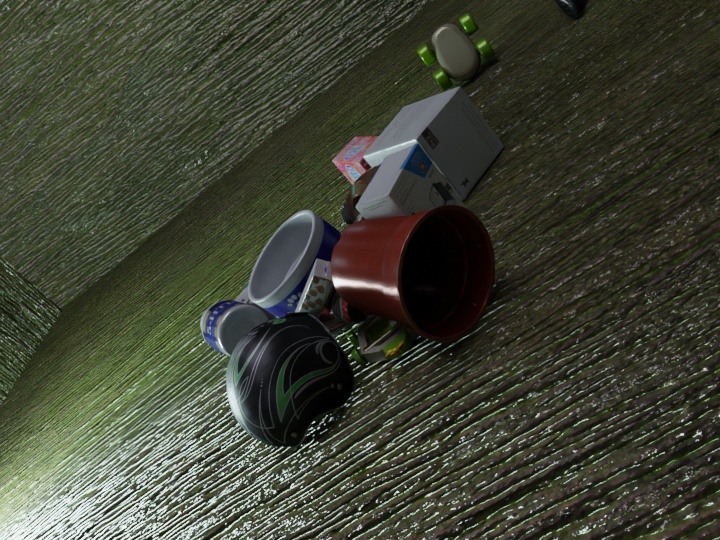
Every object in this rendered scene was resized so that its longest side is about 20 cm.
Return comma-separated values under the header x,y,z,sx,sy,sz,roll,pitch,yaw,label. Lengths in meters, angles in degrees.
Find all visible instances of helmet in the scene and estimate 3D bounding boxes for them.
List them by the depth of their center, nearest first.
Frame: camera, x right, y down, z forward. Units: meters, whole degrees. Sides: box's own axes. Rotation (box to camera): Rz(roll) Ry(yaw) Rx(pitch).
x,y,z,sx,sy,sz,roll,pitch,yaw,label
-0.128,0.183,1.303,0.190,0.201,0.200,-33,16,-24,helmet

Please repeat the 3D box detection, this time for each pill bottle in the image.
x,y,z,sx,sy,sz,roll,pitch,yaw,label
-0.287,0.127,1.761,0.120,0.120,0.200,-50,22,-17,pill bottle

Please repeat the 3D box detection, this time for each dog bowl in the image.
x,y,z,sx,sy,sz,roll,pitch,yaw,label
-0.120,-0.009,1.477,0.200,0.079,0.200,-40,30,29,dog bowl

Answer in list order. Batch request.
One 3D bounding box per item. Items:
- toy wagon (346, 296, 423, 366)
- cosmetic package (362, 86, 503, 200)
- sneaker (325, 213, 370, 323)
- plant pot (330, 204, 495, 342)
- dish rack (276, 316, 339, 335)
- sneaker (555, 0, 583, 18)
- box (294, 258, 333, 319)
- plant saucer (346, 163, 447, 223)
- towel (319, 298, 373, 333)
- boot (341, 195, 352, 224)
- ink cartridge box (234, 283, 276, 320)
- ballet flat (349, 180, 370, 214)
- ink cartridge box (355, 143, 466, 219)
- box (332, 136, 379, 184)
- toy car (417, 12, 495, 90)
x,y,z,sx,sy,sz,roll,pitch,yaw,label
0.052,0.099,1.324,0.155,0.040,0.200,-40,22,10,toy wagon
0.149,-0.247,1.633,0.165,0.165,0.200,-52,24,-23,cosmetic package
-0.014,-0.010,1.354,0.082,0.078,0.201,-2,66,46,sneaker
0.068,-0.002,1.220,0.195,0.201,0.201,6,52,51,plant pot
-0.056,0.045,1.561,0.171,0.044,0.200,11,54,40,dish rack
0.518,-0.680,1.925,0.090,0.070,0.200,-39,19,20,sneaker
-0.084,0.056,1.359,0.200,0.039,0.042,116,168,-49,box
0.074,-0.119,1.495,0.200,0.200,0.037,-32,40,26,plant saucer
-0.020,0.020,1.430,0.144,0.023,0.200,-25,39,20,towel
0.031,-0.161,1.813,0.200,0.066,0.165,-23,20,35,boot
-0.201,0.055,1.816,0.200,0.067,0.116,-10,38,55,ink cartridge box
0.053,-0.079,1.428,0.068,0.200,0.072,-36,15,26,ballet flat
0.103,-0.094,1.375,0.086,0.200,0.147,-19,32,44,ink cartridge box
0.021,-0.271,1.993,0.095,0.103,0.200,-46,22,-9,box
0.270,-0.577,2.148,0.164,0.158,0.200,-33,-6,15,toy car
